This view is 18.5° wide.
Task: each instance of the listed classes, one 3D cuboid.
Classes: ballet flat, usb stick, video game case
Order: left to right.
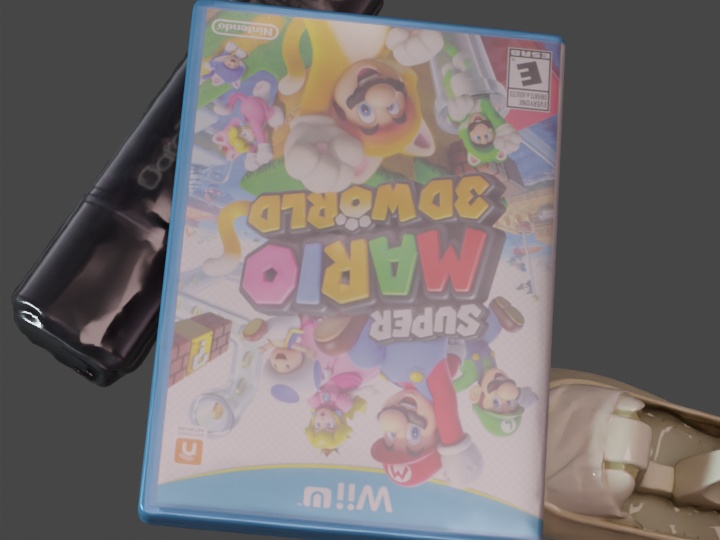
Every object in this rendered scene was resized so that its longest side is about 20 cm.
[{"bbox_3d":[-0.060,-0.047,0.848,0.055,0.033,0.200,31,72,9],"label":"usb stick"},{"bbox_3d":[0.000,0.000,0.809,0.143,0.018,0.200,6,71,-3],"label":"video game case"},{"bbox_3d":[0.115,0.073,0.821,0.200,0.069,0.070,13,73,-4],"label":"ballet flat"}]
